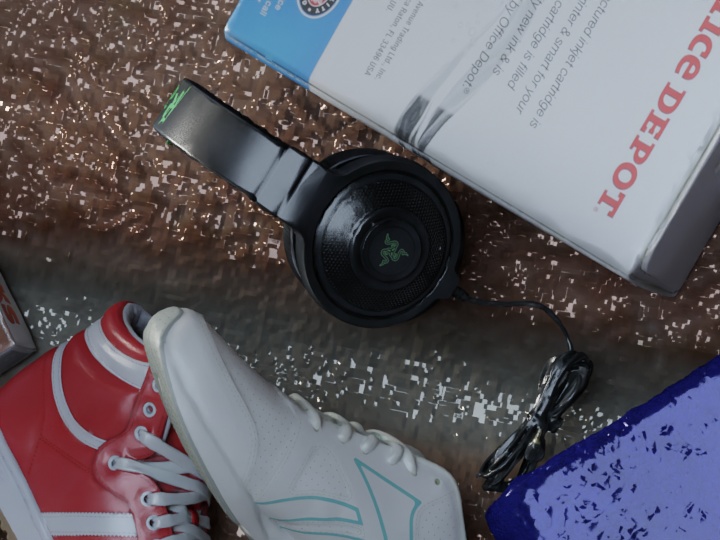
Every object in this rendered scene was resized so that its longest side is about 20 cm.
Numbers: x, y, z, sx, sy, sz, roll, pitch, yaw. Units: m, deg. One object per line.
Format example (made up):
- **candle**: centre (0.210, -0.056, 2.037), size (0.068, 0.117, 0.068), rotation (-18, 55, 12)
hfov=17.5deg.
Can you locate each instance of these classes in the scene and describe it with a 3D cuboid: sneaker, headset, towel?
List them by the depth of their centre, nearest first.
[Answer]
- **towel**: centre (0.152, 0.140, 0.880), size (0.147, 0.050, 0.201), rotation (-31, 75, 9)
- **sneaker**: centre (-0.011, 0.084, 0.910), size (0.080, 0.070, 0.201), rotation (-37, 110, -1)
- **headset**: centre (0.000, 0.000, 0.922), size (0.199, 0.124, 0.094), rotation (32, 92, 3)
- **sneaker**: centre (-0.076, 0.105, 0.956), size (0.112, 0.071, 0.201), rotation (-40, 70, 13)

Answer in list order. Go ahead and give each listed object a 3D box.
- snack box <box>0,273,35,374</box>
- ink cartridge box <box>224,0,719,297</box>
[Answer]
- **snack box**: centre (-0.218, -0.033, 1.050), size (0.072, 0.024, 0.201), rotation (-32, 74, 14)
- **ink cartridge box**: centre (0.070, -0.102, 0.927), size (0.199, 0.086, 0.147), rotation (32, 94, 19)
